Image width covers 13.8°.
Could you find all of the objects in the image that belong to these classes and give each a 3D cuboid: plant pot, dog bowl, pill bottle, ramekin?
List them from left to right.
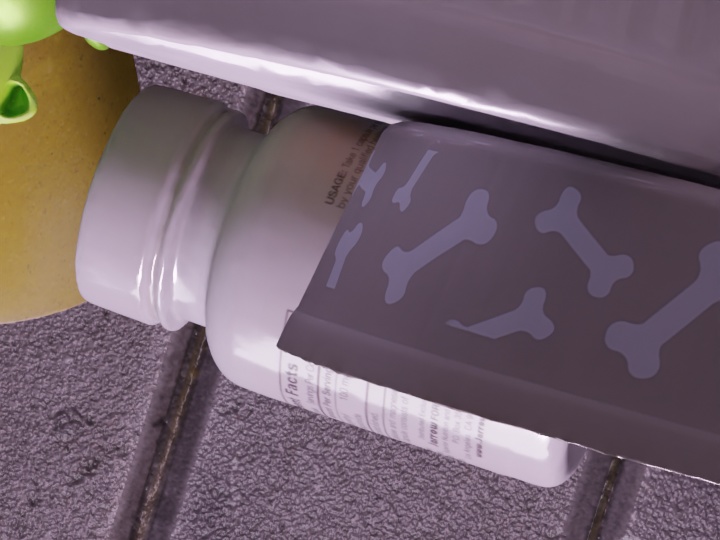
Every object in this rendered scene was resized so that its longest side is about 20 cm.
[{"bbox_3d":[-0.175,-0.091,1.217,0.200,0.142,0.200,10,-150,-6],"label":"plant pot"},{"bbox_3d":[0.000,0.000,1.129,0.200,0.115,0.114,18,-178,12],"label":"pill bottle"},{"bbox_3d":[0.036,-0.077,0.683,0.202,0.094,0.202,15,-178,0],"label":"ramekin"},{"bbox_3d":[0.084,0.014,0.676,0.200,0.059,0.200,15,-178,0],"label":"dog bowl"}]

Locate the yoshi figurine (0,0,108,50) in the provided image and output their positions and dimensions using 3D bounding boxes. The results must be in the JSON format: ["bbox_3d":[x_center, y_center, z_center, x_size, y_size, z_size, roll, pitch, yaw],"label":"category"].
[{"bbox_3d":[-0.071,-0.100,1.013,0.200,0.112,0.112,24,-142,-26],"label":"yoshi figurine"}]

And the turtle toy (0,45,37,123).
[{"bbox_3d":[-0.206,-0.097,1.089,0.200,0.146,0.101,24,180,9],"label":"turtle toy"}]
